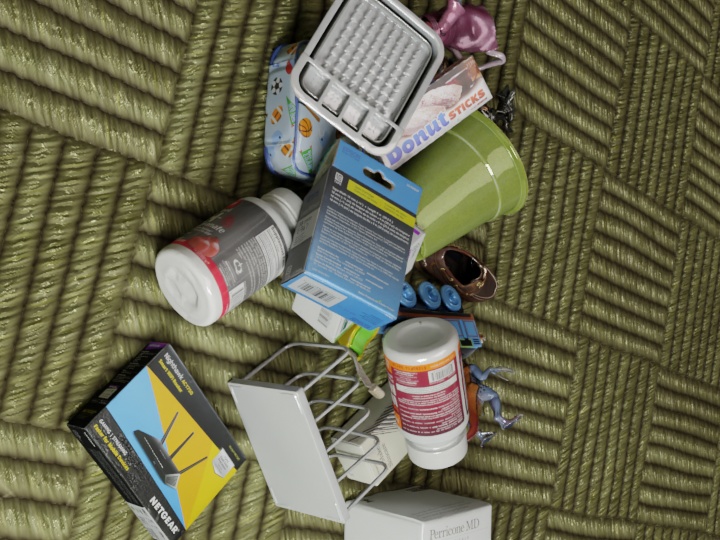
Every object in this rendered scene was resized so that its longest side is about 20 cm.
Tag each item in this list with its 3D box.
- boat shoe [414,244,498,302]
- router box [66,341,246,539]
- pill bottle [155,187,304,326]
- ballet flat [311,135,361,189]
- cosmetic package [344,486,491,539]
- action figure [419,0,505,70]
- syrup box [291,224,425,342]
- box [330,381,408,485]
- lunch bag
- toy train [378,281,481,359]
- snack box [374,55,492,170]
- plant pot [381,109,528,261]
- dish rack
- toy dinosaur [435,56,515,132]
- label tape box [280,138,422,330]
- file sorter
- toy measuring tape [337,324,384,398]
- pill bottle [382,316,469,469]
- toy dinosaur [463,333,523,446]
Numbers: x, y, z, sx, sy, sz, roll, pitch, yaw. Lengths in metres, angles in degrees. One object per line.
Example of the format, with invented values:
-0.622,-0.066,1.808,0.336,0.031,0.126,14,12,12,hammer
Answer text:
0.169,0.006,1.588,0.199,0.070,0.071,23,75,-44,boat shoe
-0.247,0.212,1.199,0.149,0.051,0.201,-48,122,-34,router box
-0.155,-0.025,1.240,0.200,0.110,0.112,-38,117,-37,pill bottle
-0.038,-0.082,1.320,0.071,0.072,0.201,1,125,-44,ballet flat
0.084,0.446,1.454,0.164,0.164,0.203,1,91,-45,cosmetic package
0.115,-0.359,1.473,0.199,0.133,0.151,-28,100,-54,action figure
0.000,0.000,1.347,0.200,0.081,0.079,-41,161,-38,syrup box
0.050,0.229,1.479,0.200,0.068,0.083,-42,121,-35,box
-0.057,-0.211,1.356,0.159,0.075,0.203,6,87,-47,lunch bag
0.096,0.082,1.486,0.199,0.086,0.115,6,58,-44,toy train
0.097,-0.226,1.396,0.199,0.024,0.072,-37,114,-13,snack box
0.119,-0.117,1.469,0.190,0.199,0.201,-39,118,-23,plant pot
0.006,-0.269,1.291,0.171,0.043,0.201,34,74,-17,dish rack
0.170,-0.245,1.570,0.135,0.102,0.203,-13,106,-33,toy dinosaur
-0.007,-0.045,1.253,0.143,0.063,0.202,28,58,-25,label tape box
-0.063,0.215,1.323,0.124,0.138,0.202,-35,115,-40,file sorter
0.007,0.092,1.356,0.073,0.200,0.074,-12,127,-17,toy measuring tape
0.098,0.177,1.391,0.109,0.109,0.202,-34,125,-38,pill bottle
0.184,0.176,1.554,0.199,0.105,0.183,14,41,-60,toy dinosaur
